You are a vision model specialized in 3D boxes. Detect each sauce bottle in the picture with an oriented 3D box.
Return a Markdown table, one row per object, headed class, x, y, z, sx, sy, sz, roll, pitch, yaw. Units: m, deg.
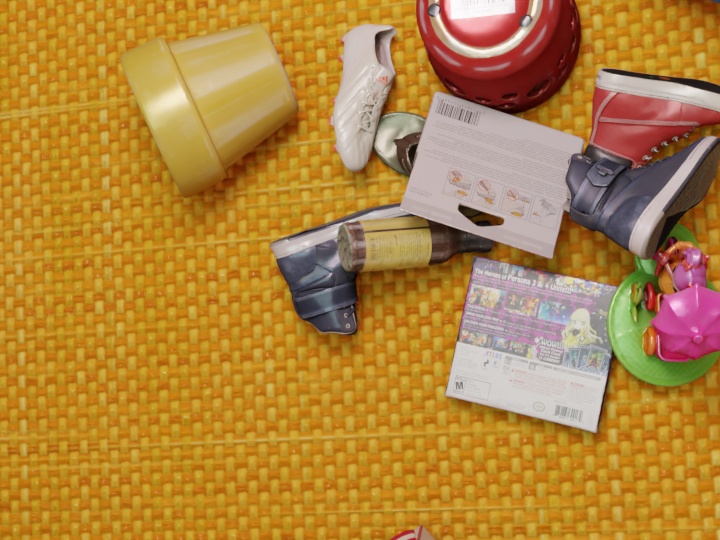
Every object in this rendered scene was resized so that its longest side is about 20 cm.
| class | x | y | z | sx | sy | sz | roll | pitch | yaw |
| --- | --- | --- | --- | --- | --- | --- | --- | --- | --- |
| sauce bottle | 0.071 | -0.035 | 1.611 | 0.197 | 0.065 | 0.066 | -3 | 84 | -18 |

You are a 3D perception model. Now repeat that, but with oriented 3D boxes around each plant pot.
| class | x | y | z | sx | sy | sz | roll | pitch | yaw |
| --- | --- | --- | --- | --- | --- | --- | --- | --- | --- |
| plant pot | 0.166 | -0.305 | 1.588 | 0.197 | 0.182 | 0.204 | -1 | 88 | 15 |
| plant pot | -0.189 | -0.225 | 1.681 | 0.187 | 0.201 | 0.203 | -25 | 79 | -5 |

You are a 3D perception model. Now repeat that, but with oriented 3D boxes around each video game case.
| class | x | y | z | sx | sy | sz | roll | pitch | yaw |
| --- | --- | --- | --- | --- | --- | --- | --- | --- | --- |
| video game case | 0.220 | 0.091 | 1.616 | 0.197 | 0.036 | 0.184 | 12 | 89 | 15 |

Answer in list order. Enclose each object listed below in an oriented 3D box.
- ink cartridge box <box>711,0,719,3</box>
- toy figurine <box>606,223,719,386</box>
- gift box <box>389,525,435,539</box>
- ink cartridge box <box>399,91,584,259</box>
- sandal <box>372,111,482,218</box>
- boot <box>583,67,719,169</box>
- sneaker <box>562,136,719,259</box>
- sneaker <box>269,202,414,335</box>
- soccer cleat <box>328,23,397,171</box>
| class | x | y | z | sx | sy | sz | roll | pitch | yaw |
| --- | --- | --- | --- | --- | --- | --- | --- | --- | --- |
| ink cartridge box | 0.359 | -0.396 | 1.518 | 0.199 | 0.144 | 0.085 | 34 | 96 | 51 |
| toy figurine | 0.376 | 0.031 | 1.487 | 0.148 | 0.184 | 0.204 | 3 | 84 | -1 |
| gift box | 0.049 | 0.434 | 1.566 | 0.184 | 0.200 | 0.187 | -40 | 93 | 5 |
| ink cartridge box | 0.160 | -0.111 | 1.589 | 0.197 | 0.045 | 0.178 | 18 | 66 | 2 |
| sandal | 0.089 | -0.145 | 1.649 | 0.200 | 0.057 | 0.080 | 38 | 93 | 29 |
| boot | 0.377 | -0.163 | 1.586 | 0.197 | 0.073 | 0.147 | 8 | 108 | 3 |
| sneaker | 0.326 | -0.113 | 1.521 | 0.145 | 0.078 | 0.202 | 27 | 53 | 32 |
| sneaker | -0.001 | 0.000 | 1.666 | 0.200 | 0.077 | 0.148 | -20 | 94 | -1 |
| soccer cleat | 0.007 | -0.228 | 1.666 | 0.077 | 0.069 | 0.203 | -6 | 70 | 31 |
